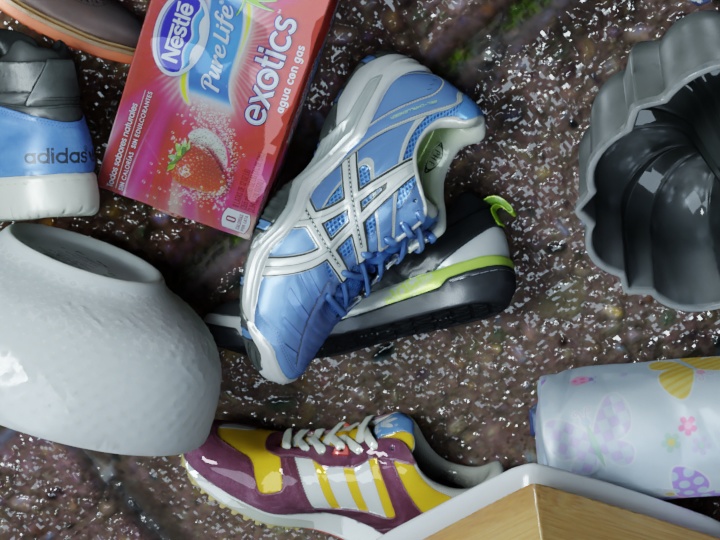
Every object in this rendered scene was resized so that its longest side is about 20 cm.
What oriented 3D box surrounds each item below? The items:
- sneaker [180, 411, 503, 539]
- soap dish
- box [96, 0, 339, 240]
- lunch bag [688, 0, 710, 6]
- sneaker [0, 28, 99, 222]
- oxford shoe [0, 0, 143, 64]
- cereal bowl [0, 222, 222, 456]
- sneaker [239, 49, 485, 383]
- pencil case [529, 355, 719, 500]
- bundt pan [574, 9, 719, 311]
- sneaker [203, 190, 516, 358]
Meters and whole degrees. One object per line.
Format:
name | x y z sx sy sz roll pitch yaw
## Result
sneaker | -0.011 0.116 1.165 0.199 0.075 0.090 21 114 -12
soap dish | 0.115 0.190 1.113 0.200 0.082 0.157 20 140 -38
box | -0.068 -0.133 1.055 0.095 0.100 0.201 20 112 -1
lunch bag | 0.166 -0.256 0.972 0.168 0.139 0.200 -34 104 34
sneaker | -0.221 -0.082 1.083 0.200 0.077 0.112 -2 92 50
oxford shoe | -0.194 -0.189 1.064 0.200 0.071 0.073 35 98 -14
cereal bowl | -0.168 0.028 1.081 0.199 0.200 0.084 20 100 -3
sneaker | -0.001 -0.026 1.059 0.077 0.076 0.201 24 85 28
pencil case | 0.200 0.098 1.129 0.199 0.083 0.091 -7 107 8
bundt pan | 0.212 -0.070 1.038 0.201 0.076 0.202 -3 138 -3
sneaker | 0.000 0.000 1.132 0.199 0.072 0.083 -12 76 14
